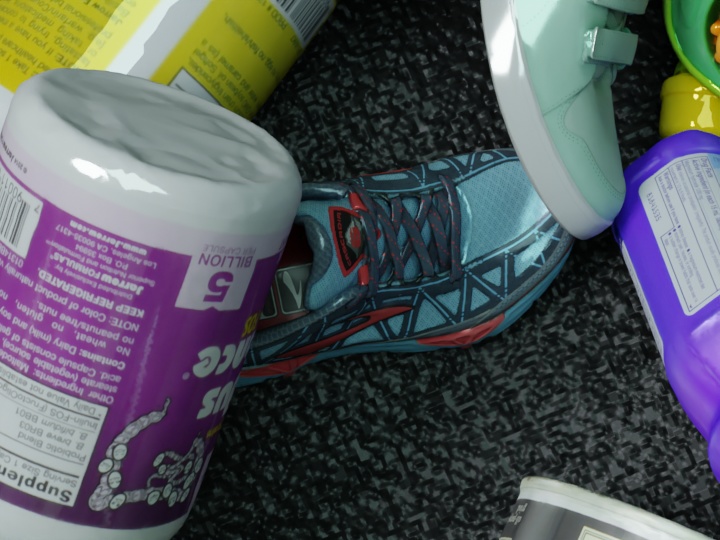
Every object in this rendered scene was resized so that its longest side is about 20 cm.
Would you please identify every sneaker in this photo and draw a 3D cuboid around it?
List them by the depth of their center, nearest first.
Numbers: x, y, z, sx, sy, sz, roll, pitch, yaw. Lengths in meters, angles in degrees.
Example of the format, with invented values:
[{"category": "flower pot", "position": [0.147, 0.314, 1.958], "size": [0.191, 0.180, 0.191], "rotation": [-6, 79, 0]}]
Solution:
[{"category": "sneaker", "position": [0.109, -0.116, 0.887], "size": [0.118, 0.074, 0.201], "rotation": [-8, 95, 17]}, {"category": "sneaker", "position": [0.000, 0.000, 0.926], "size": [0.199, 0.096, 0.080], "rotation": [-19, 81, -3]}]

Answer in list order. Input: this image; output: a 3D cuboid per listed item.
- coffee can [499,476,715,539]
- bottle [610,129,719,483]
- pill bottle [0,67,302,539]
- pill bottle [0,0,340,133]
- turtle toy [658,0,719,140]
[{"category": "coffee can", "position": [0.088, 0.199, 0.866], "size": [0.146, 0.146, 0.200], "rotation": [25, 81, 4]}, {"category": "bottle", "position": [0.153, 0.031, 0.879], "size": [0.065, 0.200, 0.083], "rotation": [-39, 125, 20]}, {"category": "pill bottle", "position": [-0.102, 0.037, 0.842], "size": [0.112, 0.112, 0.200], "rotation": [22, 110, 4]}, {"category": "pill bottle", "position": [-0.099, -0.083, 0.932], "size": [0.114, 0.114, 0.200], "rotation": [36, 82, 6]}, {"category": "turtle toy", "position": [0.215, -0.113, 0.942], "size": [0.199, 0.101, 0.146], "rotation": [10, 80, -5]}]
